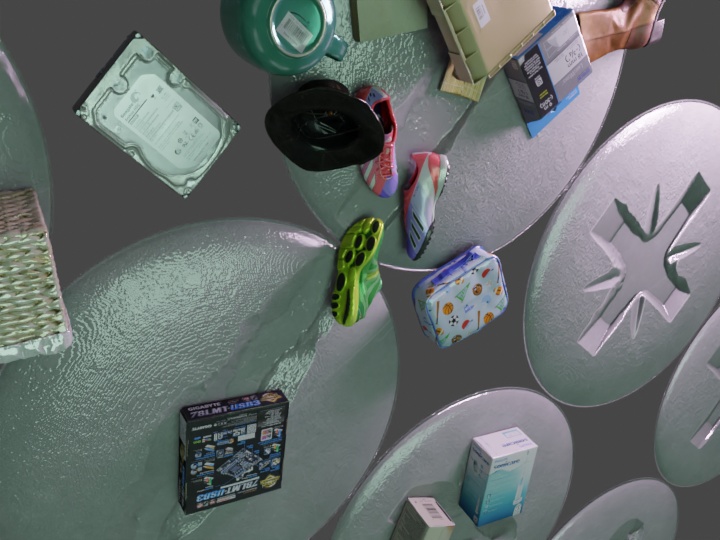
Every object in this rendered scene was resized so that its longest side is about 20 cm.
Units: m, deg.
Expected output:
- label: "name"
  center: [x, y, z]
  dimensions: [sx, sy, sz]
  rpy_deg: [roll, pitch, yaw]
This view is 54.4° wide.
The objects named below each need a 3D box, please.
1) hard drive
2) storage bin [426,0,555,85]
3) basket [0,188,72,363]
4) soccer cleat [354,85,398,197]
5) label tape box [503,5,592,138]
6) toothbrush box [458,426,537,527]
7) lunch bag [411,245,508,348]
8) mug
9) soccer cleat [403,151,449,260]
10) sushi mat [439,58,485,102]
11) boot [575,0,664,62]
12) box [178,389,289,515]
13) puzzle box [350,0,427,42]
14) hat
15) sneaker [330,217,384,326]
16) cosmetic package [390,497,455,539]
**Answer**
- label: "hard drive"
  center: [-0.283, -0.216, 0.995]
  dimensions: [0.140, 0.038, 0.200]
  rpy_deg: [-50, 128, -2]
- label: "storage bin"
  center: [0.194, -0.442, 1.124]
  dimensions: [0.198, 0.093, 0.201]
  rpy_deg: [-43, 130, -10]
- label: "basket"
  center: [-0.481, 0.007, 0.879]
  dimensions: [0.196, 0.198, 0.165]
  rpy_deg: [-10, 116, -27]
- label: "soccer cleat"
  center: [0.034, -0.208, 1.172]
  dimensions: [0.066, 0.076, 0.204]
  rpy_deg: [-23, 123, -20]
- label: "label tape box"
  center: [0.358, -0.361, 1.309]
  dimensions: [0.144, 0.063, 0.201]
  rpy_deg: [-42, 127, -7]
- label: "toothbrush box"
  center: [0.332, 0.498, 1.696]
  dimensions: [0.143, 0.085, 0.205]
  rpy_deg: [-6, 117, -28]
- label: "lunch bag"
  center: [0.203, 0.048, 1.405]
  dimensions: [0.198, 0.075, 0.162]
  rpy_deg: [-32, 124, -14]
- label: "mug"
  center: [-0.096, -0.359, 0.992]
  dimensions: [0.182, 0.114, 0.155]
  rpy_deg: [-18, 121, -23]
- label: "soccer cleat"
  center: [0.104, -0.117, 1.277]
  dimensions: [0.071, 0.069, 0.204]
  rpy_deg: [10, 113, -9]
- label: "sushi mat"
  center: [0.205, -0.403, 1.224]
  dimensions: [0.094, 0.012, 0.204]
  rpy_deg: [8, 107, -33]
- label: "boot"
  center: [0.487, -0.506, 1.336]
  dimensions: [0.196, 0.069, 0.192]
  rpy_deg: [-18, 129, -15]
- label: "box"
  center: [-0.232, 0.331, 1.285]
  dimensions: [0.196, 0.050, 0.203]
  rpy_deg: [-7, 117, -30]
- label: "puzzle box"
  center: [0.041, -0.469, 1.082]
  dimensions: [0.131, 0.025, 0.204]
  rpy_deg: [-19, 121, -23]
- label: "hat"
  center: [-0.055, -0.241, 1.091]
  dimensions: [0.195, 0.083, 0.202]
  rpy_deg: [-1, 153, 0]
- label: "sneaker"
  center: [0.000, 0.000, 1.268]
  dimensions: [0.083, 0.073, 0.204]
  rpy_deg: [-5, 114, -57]
- label: "cosmetic package"
  center: [0.130, 0.644, 1.631]
  dimensions: [0.086, 0.103, 0.204]
  rpy_deg: [12, 107, -34]
